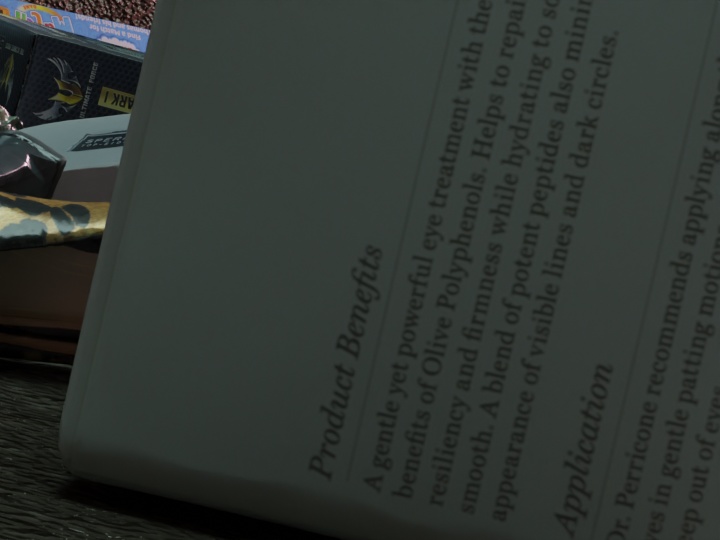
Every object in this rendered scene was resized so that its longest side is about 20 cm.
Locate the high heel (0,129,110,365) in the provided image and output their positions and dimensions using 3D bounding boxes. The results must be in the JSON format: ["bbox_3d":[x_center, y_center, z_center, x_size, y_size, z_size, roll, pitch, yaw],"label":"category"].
[{"bbox_3d":[-0.066,0.018,0.919,0.200,0.072,0.143,21,22,14],"label":"high heel"}]

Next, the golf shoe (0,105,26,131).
[{"bbox_3d":[-0.158,-0.027,1.189,0.088,0.077,0.200,-9,-12,36],"label":"golf shoe"}]

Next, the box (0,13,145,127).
[{"bbox_3d":[-0.104,-0.076,1.390,0.157,0.051,0.200,15,3,-21],"label":"box"}]

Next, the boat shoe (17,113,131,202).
[{"bbox_3d":[-0.060,-0.015,1.040,0.200,0.066,0.072,-4,25,32],"label":"boat shoe"}]

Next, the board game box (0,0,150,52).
[{"bbox_3d":[-0.206,-0.096,1.597,0.200,0.037,0.151,10,-28,-41],"label":"board game box"}]

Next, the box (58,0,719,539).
[{"bbox_3d":[0.034,-0.030,0.799,0.171,0.200,0.200,13,2,3],"label":"box"}]
